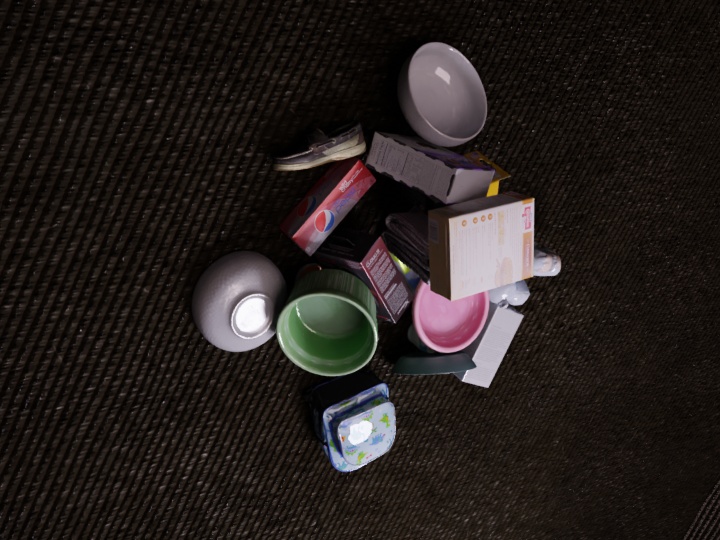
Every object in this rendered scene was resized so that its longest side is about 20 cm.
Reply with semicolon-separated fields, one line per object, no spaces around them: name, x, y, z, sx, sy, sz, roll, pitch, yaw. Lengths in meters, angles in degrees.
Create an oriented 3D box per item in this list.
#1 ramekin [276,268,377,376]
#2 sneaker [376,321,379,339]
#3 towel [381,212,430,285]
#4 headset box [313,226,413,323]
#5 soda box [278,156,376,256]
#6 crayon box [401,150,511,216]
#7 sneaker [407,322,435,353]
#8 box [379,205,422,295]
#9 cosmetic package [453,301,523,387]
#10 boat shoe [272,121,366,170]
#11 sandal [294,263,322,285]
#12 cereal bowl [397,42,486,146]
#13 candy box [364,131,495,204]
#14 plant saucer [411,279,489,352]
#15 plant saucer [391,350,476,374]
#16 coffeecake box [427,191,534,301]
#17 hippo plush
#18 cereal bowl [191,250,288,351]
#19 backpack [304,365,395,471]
ramekin;-0.060;0.096;1.584;0.194;0.099;0.204;4;125;5
sneaker;-0.041;0.130;1.734;0.198;0.077;0.088;-22;115;-44
towel;0.155;-0.046;1.638;0.162;0.200;0.088;0;115;-31
headset box;0.000;0.000;1.642;0.075;0.147;0.202;-51;133;-24
soda box;-0.064;-0.131;1.591;0.201;0.070;0.063;-50;127;-3
crayon box;0.199;-0.178;1.706;0.196;0.126;0.053;-20;132;-24
sneaker;0.195;0.099;1.874;0.076;0.080;0.202;35;90;-38
box;0.131;-0.032;1.785;0.121;0.048;0.202;-39;128;-12
cosmetic package;0.302;0.173;1.989;0.100;0.071;0.204;18;102;-38
boat shoe;-0.081;-0.235;1.536;0.196;0.073;0.066;-20;112;-29
sandal;-0.098;0.088;1.685;0.078;0.059;0.212;-6;116;-31
cereal bowl;0.147;-0.332;1.586;0.196;0.083;0.206;12;70;-34
candy box;0.135;-0.198;1.579;0.166;0.198;0.073;-7;121;-55
plant saucer;0.191;0.075;1.792;0.196;0.051;0.206;-5;101;-26
plant saucer;0.165;0.206;1.851;0.196;0.198;0.037;-3;89;-32
coffeecake box;0.225;-0.048;1.514;0.196;0.073;0.158;-14;112;-27
hippo plush;0.362;0.013;1.892;0.196;0.159;0.164;11;107;-37
cereal bowl;-0.222;0.070;1.578;0.196;0.083;0.205;-16;121;-28
backpack;-0.012;0.345;1.815;0.180;0.147;0.204;-21;126;-20
